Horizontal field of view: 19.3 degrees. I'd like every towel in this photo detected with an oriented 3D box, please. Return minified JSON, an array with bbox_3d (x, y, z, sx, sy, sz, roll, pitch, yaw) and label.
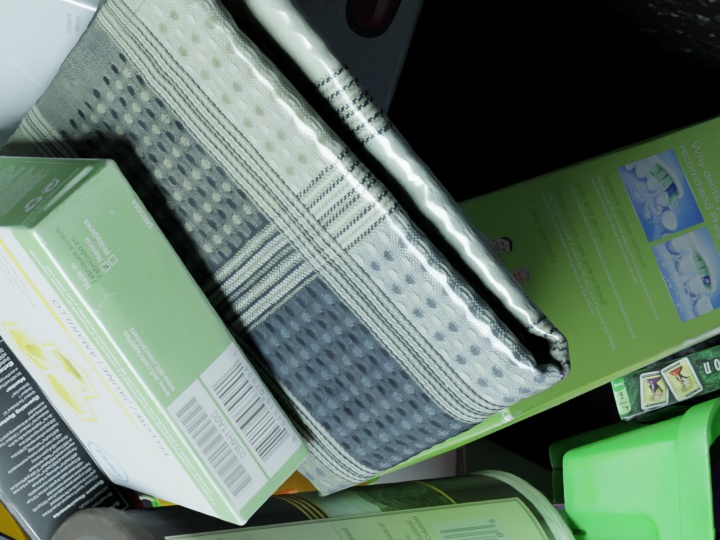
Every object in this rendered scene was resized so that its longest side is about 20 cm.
[{"bbox_3d":[-0.034,-0.015,0.760,0.200,0.035,0.193,48,150,-4],"label":"towel"}]

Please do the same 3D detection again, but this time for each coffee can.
[{"bbox_3d":[-0.020,0.165,0.888,0.200,0.147,0.146,-2,165,-32],"label":"coffee can"}]

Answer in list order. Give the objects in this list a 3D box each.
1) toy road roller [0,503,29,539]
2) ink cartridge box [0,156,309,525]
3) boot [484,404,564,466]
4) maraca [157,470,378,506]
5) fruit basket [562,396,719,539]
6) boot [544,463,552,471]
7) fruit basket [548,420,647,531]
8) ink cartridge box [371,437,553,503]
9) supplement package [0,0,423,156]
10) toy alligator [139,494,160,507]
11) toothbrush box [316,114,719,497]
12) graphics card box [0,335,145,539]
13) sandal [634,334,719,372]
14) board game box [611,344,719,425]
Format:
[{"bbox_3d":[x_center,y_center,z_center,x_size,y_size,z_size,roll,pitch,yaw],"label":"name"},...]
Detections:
[{"bbox_3d":[-0.228,0.088,1.294,0.146,0.123,0.200,24,155,14],"label":"toy road roller"},{"bbox_3d":[-0.121,0.020,0.839,0.200,0.048,0.146,6,135,54],"label":"ink cartridge box"},{"bbox_3d":[-0.009,0.036,1.148,0.200,0.069,0.188,9,160,34],"label":"boot"},{"bbox_3d":[-0.073,0.075,1.068,0.137,0.107,0.200,1,161,39],"label":"maraca"},{"bbox_3d":[0.199,0.150,0.881,0.215,0.216,0.155,-8,175,41],"label":"fruit basket"},{"bbox_3d":[0.087,0.164,1.282,0.168,0.077,0.200,25,146,-22],"label":"boot"},{"bbox_3d":[0.202,0.113,1.050,0.200,0.094,0.185,1,-179,23],"label":"fruit basket"},{"bbox_3d":[0.076,0.178,1.163,0.200,0.085,0.145,29,137,-32],"label":"ink cartridge box"},{"bbox_3d":[-0.080,-0.104,0.842,0.200,0.111,0.156,18,153,-1],"label":"supplement package"},{"bbox_3d":[-0.086,0.116,1.270,0.200,0.059,0.054,-10,125,-19],"label":"toy alligator"},{"bbox_3d":[0.078,0.009,0.868,0.146,0.200,0.086,-29,84,54],"label":"toothbrush box"},{"bbox_3d":[-0.171,0.041,0.936,0.200,0.051,0.125,55,175,-19],"label":"graphics card box"},{"bbox_3d":[0.200,0.036,1.001,0.200,0.076,0.048,15,-177,25],"label":"sandal"},{"bbox_3d":[0.218,0.031,0.907,0.200,0.024,0.105,-20,166,25],"label":"board game box"}]
